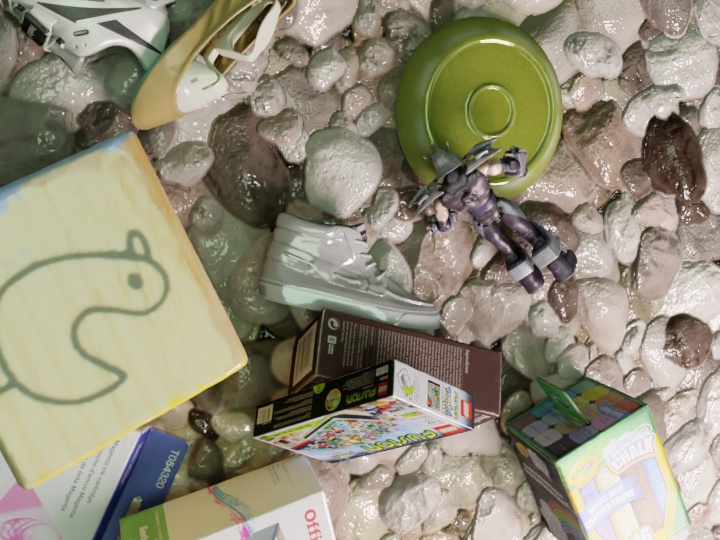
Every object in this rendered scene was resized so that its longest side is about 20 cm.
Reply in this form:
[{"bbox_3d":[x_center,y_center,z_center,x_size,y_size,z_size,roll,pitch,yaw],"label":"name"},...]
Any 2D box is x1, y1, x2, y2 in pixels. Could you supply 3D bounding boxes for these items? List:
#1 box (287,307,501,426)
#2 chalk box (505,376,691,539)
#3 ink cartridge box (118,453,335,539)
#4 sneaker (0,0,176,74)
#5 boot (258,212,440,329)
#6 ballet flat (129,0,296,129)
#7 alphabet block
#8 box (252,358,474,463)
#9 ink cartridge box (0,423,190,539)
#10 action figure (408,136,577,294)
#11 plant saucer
[{"bbox_3d":[0.034,0.108,0.790,0.198,0.100,0.076,13,64,-17],"label":"box"},{"bbox_3d":[0.254,0.206,0.861,0.123,0.124,0.202,-26,104,-10],"label":"chalk box"},{"bbox_3d":[-0.123,0.294,0.776,0.198,0.087,0.147,-17,110,-17],"label":"ink cartridge box"},{"bbox_3d":[-0.269,-0.225,0.683,0.198,0.074,0.090,10,93,-16],"label":"sneaker"},{"bbox_3d":[0.000,0.000,0.790,0.198,0.073,0.097,13,91,-21],"label":"boot"},{"bbox_3d":[-0.135,-0.203,0.722,0.063,0.069,0.201,36,86,17],"label":"ballet flat"},{"bbox_3d":[-0.233,0.028,0.645,0.194,0.196,0.202,-29,98,-17],"label":"alphabet block"},{"bbox_3d":[-0.001,0.140,0.738,0.109,0.199,0.035,27,54,-34],"label":"box"},{"bbox_3d":[-0.295,0.226,0.753,0.198,0.043,0.198,24,90,-16],"label":"ink cartridge box"},{"bbox_3d":[0.136,-0.060,0.804,0.130,0.070,0.200,-32,114,35],"label":"action figure"},{"bbox_3d":[0.135,-0.170,0.827,0.197,0.031,0.203,-2,98,-15],"label":"plant saucer"}]
